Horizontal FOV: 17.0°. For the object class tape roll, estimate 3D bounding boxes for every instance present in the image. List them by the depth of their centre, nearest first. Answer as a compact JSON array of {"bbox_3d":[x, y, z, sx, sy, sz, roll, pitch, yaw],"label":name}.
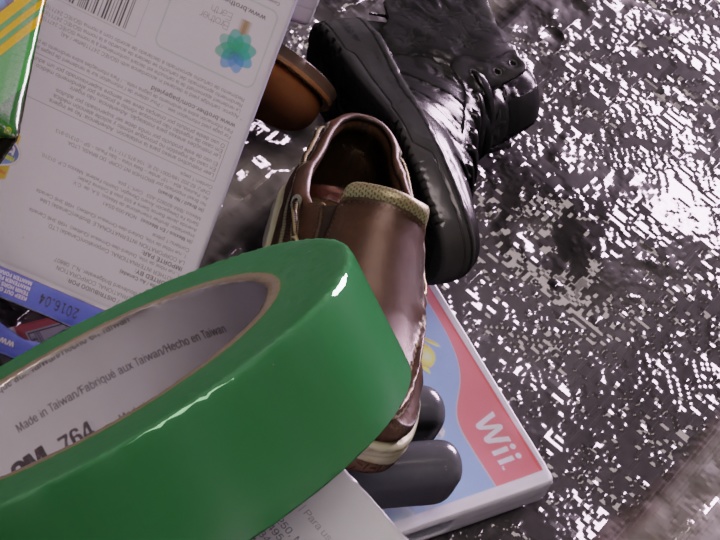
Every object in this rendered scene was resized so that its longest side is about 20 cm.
[{"bbox_3d":[-0.082,0.057,0.796,0.200,0.200,0.048,-39,107,-39],"label":"tape roll"}]

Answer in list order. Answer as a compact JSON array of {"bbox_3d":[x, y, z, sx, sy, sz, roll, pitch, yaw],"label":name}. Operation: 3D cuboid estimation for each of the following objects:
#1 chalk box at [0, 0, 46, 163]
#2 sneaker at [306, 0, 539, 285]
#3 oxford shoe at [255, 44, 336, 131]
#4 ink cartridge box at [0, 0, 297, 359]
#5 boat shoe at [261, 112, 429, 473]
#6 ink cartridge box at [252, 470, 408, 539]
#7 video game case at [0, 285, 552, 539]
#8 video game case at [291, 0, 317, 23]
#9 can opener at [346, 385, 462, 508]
[{"bbox_3d":[-0.188,-0.111,0.881,0.123,0.124,0.201,23,46,-21],"label":"chalk box"},{"bbox_3d":[0.043,-0.073,1.107,0.104,0.060,0.200,-6,43,-22],"label":"sneaker"},{"bbox_3d":[-0.110,-0.094,1.079,0.199,0.071,0.072,18,77,-8],"label":"oxford shoe"},{"bbox_3d":[-0.109,-0.056,0.977,0.119,0.042,0.201,24,76,-22],"label":"ink cartridge box"},{"bbox_3d":[-0.006,-0.002,0.965,0.074,0.075,0.203,17,27,-16],"label":"boat shoe"},{"bbox_3d":[-0.083,0.157,0.820,0.200,0.146,0.083,-36,76,-33],"label":"ink cartridge box"},{"bbox_3d":[-0.034,0.061,1.010,0.199,0.017,0.143,-15,61,-31],"label":"video game case"},{"bbox_3d":[-0.119,-0.170,1.090,0.199,0.018,0.143,19,19,-14],"label":"video game case"},{"bbox_3d":[-0.050,0.065,0.943,0.199,0.067,0.053,-2,56,-23],"label":"can opener"}]
